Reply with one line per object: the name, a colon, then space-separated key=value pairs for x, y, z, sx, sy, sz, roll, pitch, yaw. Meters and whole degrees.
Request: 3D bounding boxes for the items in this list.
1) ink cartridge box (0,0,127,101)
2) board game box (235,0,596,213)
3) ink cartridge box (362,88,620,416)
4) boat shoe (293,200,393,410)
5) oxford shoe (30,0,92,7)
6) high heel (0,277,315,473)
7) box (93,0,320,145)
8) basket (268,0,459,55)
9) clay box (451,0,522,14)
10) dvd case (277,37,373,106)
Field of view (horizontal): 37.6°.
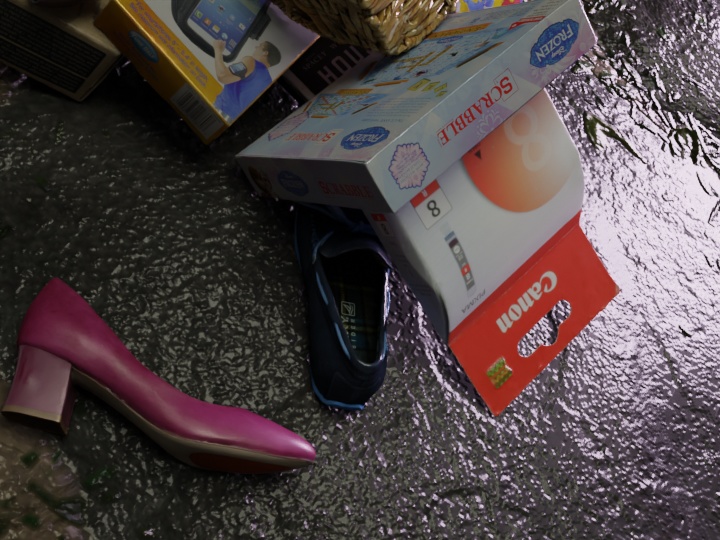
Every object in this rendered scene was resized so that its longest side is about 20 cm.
ink cartridge box: x=-0.246 y=-0.251 z=0.791 sx=0.164 sy=0.075 sz=0.201 roll=27 pitch=49 yaw=-29
board game box: x=0.033 y=-0.120 z=0.756 sx=0.199 sy=0.200 sz=0.041 roll=-40 pitch=114 yaw=-19
ink cartridge box: x=0.110 y=-0.018 z=0.769 sx=0.162 sy=0.050 sz=0.201 roll=-40 pitch=105 yaw=-24
boat shoe: x=0.000 y=0.000 z=0.767 sx=0.084 sy=0.069 sz=0.201 roll=2 pitch=59 yaw=-23
oxford shoe: x=-0.236 y=-0.268 z=0.707 sx=0.072 sy=0.071 sz=0.201 roll=-31 pitch=87 yaw=-41
high heel: x=-0.119 y=0.067 z=0.669 sx=0.199 sy=0.067 sz=0.097 roll=16 pitch=65 yaw=-10
box: x=-0.093 y=-0.200 z=0.802 sx=0.119 sy=0.041 sz=0.200 roll=47 pitch=53 yaw=-13
basket: x=0.007 y=-0.273 z=0.802 sx=0.148 sy=0.143 sz=0.201 roll=22 pitch=72 yaw=35
clay box: x=0.099 y=-0.306 z=0.929 sx=0.114 sy=0.201 sz=0.048 roll=-14 pitch=36 yaw=-30
dvd case: x=0.042 y=-0.145 z=0.880 sx=0.150 sy=0.025 sz=0.200 roll=-41 pitch=82 yaw=-19
